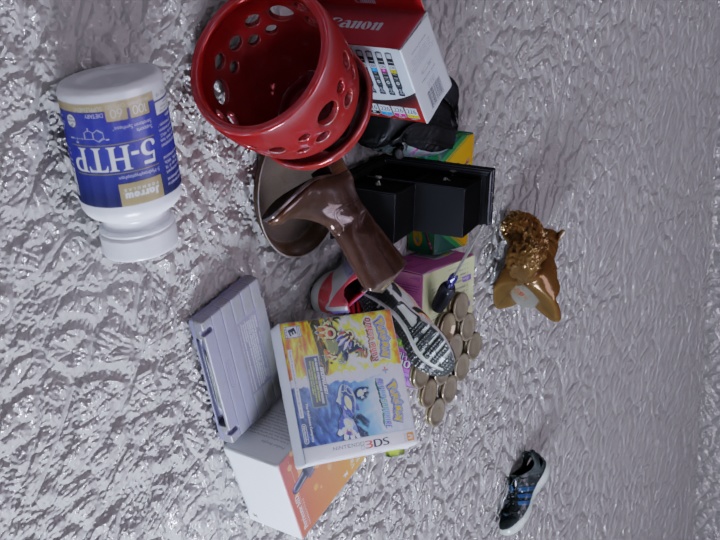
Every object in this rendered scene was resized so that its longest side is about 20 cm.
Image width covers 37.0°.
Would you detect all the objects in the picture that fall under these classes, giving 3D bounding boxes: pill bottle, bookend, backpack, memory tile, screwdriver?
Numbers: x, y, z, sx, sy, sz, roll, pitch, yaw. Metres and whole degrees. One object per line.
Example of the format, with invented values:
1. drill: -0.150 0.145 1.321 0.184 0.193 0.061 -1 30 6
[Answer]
1. pill bottle: -0.265 -0.120 1.211 0.119 0.118 0.204 -35 127 -46
2. bookend: 0.081 -0.104 1.638 0.200 0.195 0.094 -34 130 -60
3. backpack: 0.071 -0.253 1.674 0.199 0.125 0.170 8 94 -54
4. memory tile: 0.146 0.150 1.832 0.201 0.017 0.155 -55 140 -30
5. screwdriver: 0.158 -0.005 1.714 0.029 0.028 0.202 -44 164 -50

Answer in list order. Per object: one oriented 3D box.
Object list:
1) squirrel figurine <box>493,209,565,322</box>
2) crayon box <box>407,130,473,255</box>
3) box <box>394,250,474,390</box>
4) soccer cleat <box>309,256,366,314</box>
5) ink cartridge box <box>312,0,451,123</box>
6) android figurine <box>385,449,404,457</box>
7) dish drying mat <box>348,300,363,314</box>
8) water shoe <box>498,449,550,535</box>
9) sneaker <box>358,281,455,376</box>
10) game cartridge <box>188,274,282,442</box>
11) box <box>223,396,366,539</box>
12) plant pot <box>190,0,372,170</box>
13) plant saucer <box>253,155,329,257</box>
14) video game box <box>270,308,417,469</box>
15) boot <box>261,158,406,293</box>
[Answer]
1. squirrel figurine: 0.350 -0.032 2.159 0.188 0.139 0.202 -60 145 -36
2. crayon box: 0.140 -0.138 1.874 0.118 0.057 0.204 -16 113 -53
3. box: 0.112 0.078 1.862 0.175 0.095 0.204 -20 114 -53
4. soccer cleat: 0.000 0.000 1.689 0.200 0.072 0.069 -48 135 -38
5. ink cartridge box: 0.005 -0.307 1.491 0.084 0.197 0.177 -56 141 -28
6. android figurine: 0.038 0.180 1.666 0.182 0.040 0.204 -53 133 -82
7. dish drying mat: 0.003 0.135 1.685 0.077 0.018 0.203 70 10 -56
8. water shoe: 0.346 0.489 2.383 0.079 0.071 0.201 46 59 -19
9. sneaker: 0.085 0.083 1.736 0.200 0.074 0.080 48 23 -2
10. game cartridge: -0.171 0.122 1.506 0.130 0.038 0.203 -45 134 -46
11. box: -0.088 0.265 1.604 0.200 0.105 0.154 -48 136 -39
12. plant pot: -0.092 -0.234 1.377 0.182 0.197 0.204 37 69 -62
13. plant saucer: -0.094 -0.122 1.549 0.199 0.032 0.204 -25 120 -52
14. video game box: -0.022 0.166 1.531 0.179 0.047 0.204 -6 77 -27
15. boot: -0.029 -0.038 1.509 0.186 0.064 0.202 -38 103 -40
